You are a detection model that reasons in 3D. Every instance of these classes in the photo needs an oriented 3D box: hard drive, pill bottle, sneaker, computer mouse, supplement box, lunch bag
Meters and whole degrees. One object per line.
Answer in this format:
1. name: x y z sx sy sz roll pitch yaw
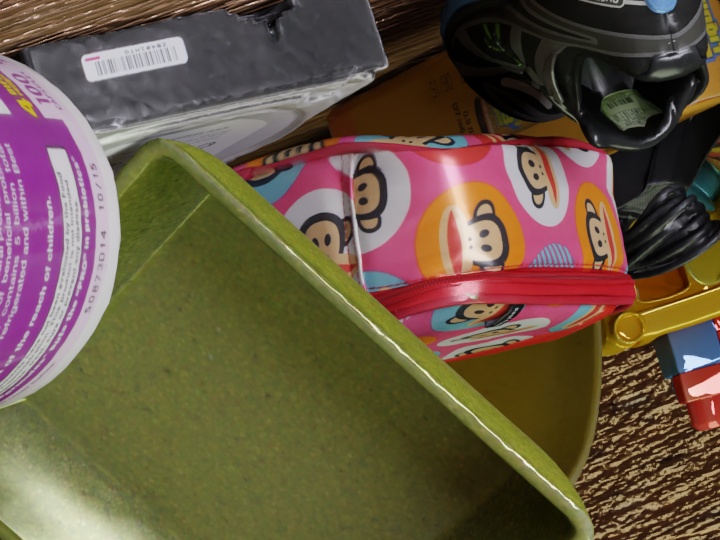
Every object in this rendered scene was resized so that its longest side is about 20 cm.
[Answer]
1. hard drive: -0.098 -0.046 1.023 0.139 0.038 0.200 -15 175 -35
2. pill bottle: -0.150 -0.010 0.765 0.112 0.113 0.200 -19 176 17
3. sneaker: 0.078 -0.078 1.030 0.070 0.083 0.200 -17 176 -11
4. computer mouse: 0.133 -0.059 1.232 0.140 0.046 0.200 -24 -159 47
5. supplement box: 0.070 -0.070 1.204 0.069 0.067 0.200 -15 175 -35
6. lunch bag: 0.000 0.000 1.106 0.199 0.082 0.176 -14 173 31

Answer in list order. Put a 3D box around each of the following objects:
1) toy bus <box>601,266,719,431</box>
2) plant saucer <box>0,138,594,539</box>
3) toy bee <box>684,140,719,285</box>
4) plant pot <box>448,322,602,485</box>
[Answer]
1. toy bus: 0.205 -0.017 1.582 0.199 0.193 0.136 -19 174 -5
2. plant saucer: -0.038 0.063 1.018 0.200 0.200 0.048 -45 -175 39
3. toy bee: 0.192 -0.054 1.420 0.131 0.108 0.200 -59 -172 2
4. plant pot: 0.016 0.024 1.415 0.141 0.201 0.200 -8 180 28
